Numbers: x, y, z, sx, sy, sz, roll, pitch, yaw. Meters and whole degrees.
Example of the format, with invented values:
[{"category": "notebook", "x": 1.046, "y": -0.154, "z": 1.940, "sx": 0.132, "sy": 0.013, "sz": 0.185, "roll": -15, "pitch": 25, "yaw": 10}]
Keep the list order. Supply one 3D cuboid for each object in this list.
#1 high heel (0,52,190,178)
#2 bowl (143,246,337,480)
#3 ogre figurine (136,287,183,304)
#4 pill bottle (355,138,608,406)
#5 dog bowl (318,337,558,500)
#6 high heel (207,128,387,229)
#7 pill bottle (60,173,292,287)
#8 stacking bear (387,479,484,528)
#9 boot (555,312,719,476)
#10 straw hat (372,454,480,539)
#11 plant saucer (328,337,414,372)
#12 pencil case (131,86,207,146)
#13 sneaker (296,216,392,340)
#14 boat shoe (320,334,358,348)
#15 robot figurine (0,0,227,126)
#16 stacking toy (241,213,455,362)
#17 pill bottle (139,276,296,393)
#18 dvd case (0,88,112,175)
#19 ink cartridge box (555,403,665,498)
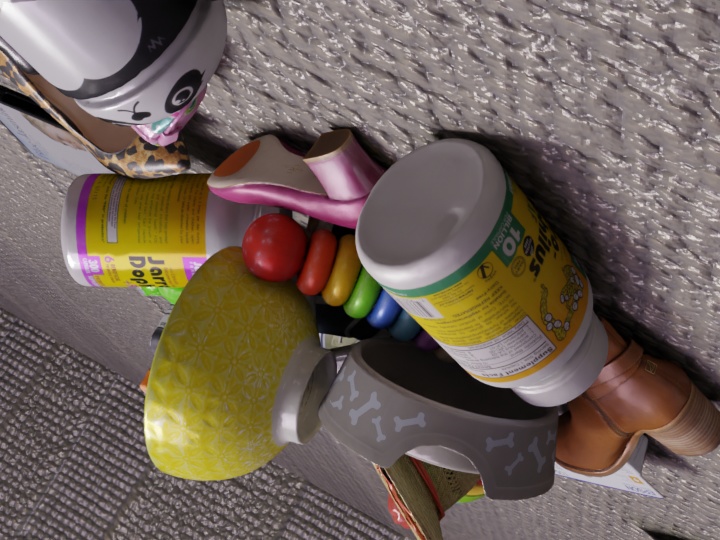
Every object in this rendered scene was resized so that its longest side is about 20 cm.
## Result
[{"category": "high heel", "x": -0.240, "y": -0.149, "z": 1.027, "sx": 0.199, "sy": 0.072, "sz": 0.143, "roll": 31, "pitch": 173, "yaw": 35}, {"category": "bowl", "x": -0.083, "y": 0.090, "z": 0.980, "sx": 0.106, "sy": 0.202, "sz": 0.201, "roll": 17, "pitch": 160, "yaw": 18}, {"category": "ogre figurine", "x": -0.148, "y": -0.009, "z": 1.184, "sx": 0.198, "sy": 0.120, "sz": 0.099, "roll": 28, "pitch": 153, "yaw": 16}, {"category": "pill bottle", "x": 0.093, "y": 0.011, "z": 0.821, "sx": 0.112, "sy": 0.114, "sz": 0.200, "roll": 13, "pitch": 155, "yaw": 47}, {"category": "dog bowl", "x": 0.068, "y": 0.112, "z": 0.946, "sx": 0.197, "sy": 0.059, "sz": 0.200, "roll": 15, "pitch": -167, "yaw": -3}, {"category": "high heel", "x": -0.044, "y": -0.061, "z": 0.951, "sx": 0.199, "sy": 0.068, "sz": 0.096, "roll": -7, "pitch": 130, "yaw": 46}, {"category": "pill bottle", "x": -0.165, "y": -0.037, "z": 1.081, "sx": 0.197, "sy": 0.106, "sz": 0.104, "roll": 0, "pitch": 158, "yaw": 8}, {"category": "stacking bear", "x": 0.104, "y": 0.171, "z": 1.150, "sx": 0.200, "sy": 0.113, "sz": 0.123, "roll": -33, "pitch": 77, "yaw": 60}, {"category": "boot", "x": 0.187, "y": 0.097, "z": 0.981, "sx": 0.154, "sy": 0.074, "sz": 0.199, "roll": 38, "pitch": 148, "yaw": -19}, {"category": "straw hat", "x": 0.062, "y": 0.171, "z": 1.042, "sx": 0.202, "sy": 0.084, "sz": 0.201, "roll": 59, "pitch": 174, "yaw": 10}, {"category": "plant saucer", "x": 0.031, "y": 0.098, "z": 1.115, "sx": 0.197, "sy": 0.051, "sz": 0.200, "roll": -8, "pitch": 171, "yaw": -1}, {"category": "pencil case", "x": -0.206, "y": -0.175, "z": 0.874, "sx": 0.199, "sy": 0.088, "sz": 0.087, "roll": 33, "pitch": 164, "yaw": -9}, {"category": "sneaker", "x": 0.000, "y": 0.000, "z": 1.051, "sx": 0.107, "sy": 0.071, "sz": 0.201, "roll": 13, "pitch": 147, "yaw": 1}, {"category": "boat shoe", "x": -0.017, "y": 0.048, "z": 1.217, "sx": 0.061, "sy": 0.072, "sz": 0.200, "roll": 27, "pitch": 161, "yaw": 13}, {"category": "robot figurine", "x": -0.169, "y": -0.177, "z": 0.719, "sx": 0.150, "sy": 0.125, "sz": 0.200, "roll": 33, "pitch": 170, "yaw": 48}, {"category": "stacking toy", "x": 0.000, "y": 0.003, "z": 0.951, "sx": 0.198, "sy": 0.086, "sz": 0.085, "roll": 21, "pitch": 166, "yaw": -9}, {"category": "pill bottle", "x": -0.156, "y": 0.059, "z": 1.267, "sx": 0.105, "sy": 0.201, "sz": 0.106, "roll": 28, "pitch": 165, "yaw": 9}, {"category": "dvd case", "x": -0.334, "y": -0.143, "z": 1.326, "sx": 0.198, "sy": 0.018, "sz": 0.143, "roll": 24, "pitch": 163, "yaw": 28}, {"category": "ink cartridge box", "x": 0.188, "y": 0.149, "z": 1.191, "sx": 0.199, "sy": 0.044, "sz": 0.195, "roll": 39, "pitch": 161, "yaw": -27}]
